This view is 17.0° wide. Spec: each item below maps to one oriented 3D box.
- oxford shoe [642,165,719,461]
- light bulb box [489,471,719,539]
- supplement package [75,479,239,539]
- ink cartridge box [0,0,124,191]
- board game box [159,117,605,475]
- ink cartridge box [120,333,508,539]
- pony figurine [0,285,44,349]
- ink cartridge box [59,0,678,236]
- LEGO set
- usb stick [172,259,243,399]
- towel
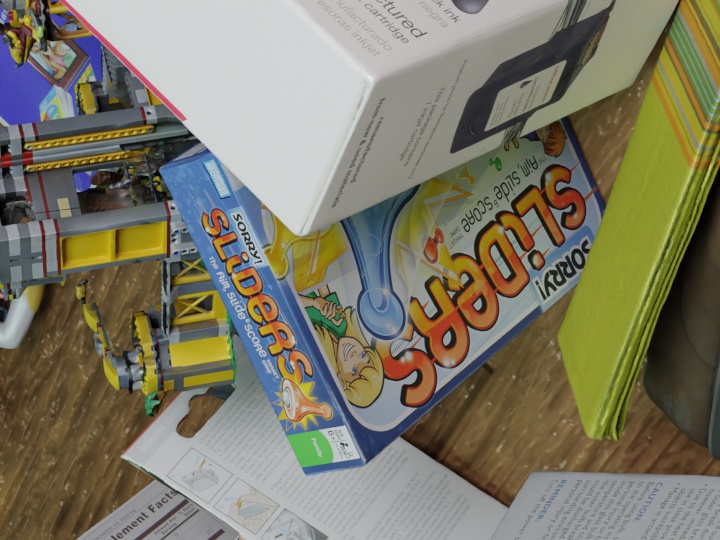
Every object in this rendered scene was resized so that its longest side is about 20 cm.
[{"bbox_3d":[0.145,-0.012,0.968,0.084,0.073,0.200,31,130,32],"label":"oxford shoe"},{"bbox_3d":[0.165,0.194,1.005,0.200,0.125,0.198,-2,132,41],"label":"light bulb box"},{"bbox_3d":[-0.062,0.213,1.255,0.200,0.110,0.114,38,135,16],"label":"supplement package"},{"bbox_3d":[-0.158,-0.162,1.148,0.200,0.043,0.198,42,135,9],"label":"ink cartridge box"},{"bbox_3d":[0.019,-0.024,0.971,0.034,0.200,0.135,-13,107,43],"label":"board game box"},{"bbox_3d":[-0.010,0.126,1.138,0.200,0.109,0.050,33,135,9],"label":"ink cartridge box"},{"bbox_3d":[-0.268,0.014,1.296,0.193,0.167,0.200,36,119,7],"label":"pony figurine"},{"bbox_3d":[0.011,-0.115,0.912,0.145,0.200,0.084,45,134,20],"label":"ink cartridge box"},{"bbox_3d":[-0.126,-0.039,1.022,0.154,0.116,0.200,103,155,-61],"label":"LEGO set"},{"bbox_3d":[-0.065,-0.022,1.159,0.055,0.033,0.200,7,126,2],"label":"usb stick"},{"bbox_3d":[0.120,-0.036,0.944,0.018,0.086,0.200,12,118,-11],"label":"towel"}]
